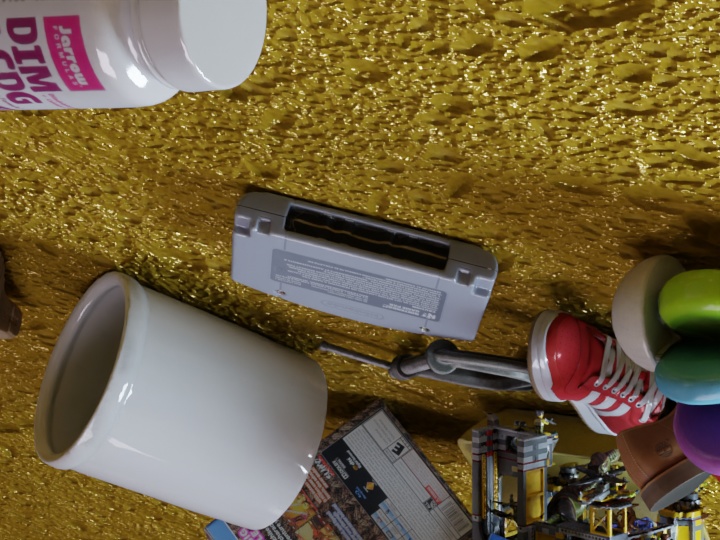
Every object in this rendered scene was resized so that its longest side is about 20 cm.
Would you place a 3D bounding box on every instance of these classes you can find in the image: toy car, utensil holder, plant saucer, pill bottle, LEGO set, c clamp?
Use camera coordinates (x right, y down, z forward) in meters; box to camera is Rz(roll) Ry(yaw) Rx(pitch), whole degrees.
[{"bbox_3d":[0.270,0.078,1.524,0.174,0.151,0.200,-1,153,35],"label":"toy car"},{"bbox_3d":[-0.151,0.116,1.861,0.199,0.171,0.170,24,156,-24],"label":"utensil holder"},{"bbox_3d":[0.203,0.176,1.941,0.198,0.049,0.200,6,157,20],"label":"plant saucer"},{"bbox_3d":[-0.163,-0.153,1.300,0.198,0.114,0.113,1,154,30],"label":"pill bottle"},{"bbox_3d":[0.181,0.168,1.766,0.153,0.117,0.199,-6,-170,-35],"label":"LEGO set"},{"bbox_3d":[0.072,0.080,1.779,0.169,0.027,0.200,14,170,-16],"label":"c clamp"}]

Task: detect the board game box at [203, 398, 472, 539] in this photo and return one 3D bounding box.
[{"bbox_3d":[-0.012,0.246,1.970,0.160,0.199,0.097,51,169,21],"label":"board game box"}]

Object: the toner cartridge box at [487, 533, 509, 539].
[{"bbox_3d":[0.132,0.271,1.778,0.094,0.043,0.200,20,160,6],"label":"toner cartridge box"}]

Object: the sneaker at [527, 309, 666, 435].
[{"bbox_3d":[0.206,0.083,1.684,0.112,0.072,0.200,6,164,30],"label":"sneaker"}]

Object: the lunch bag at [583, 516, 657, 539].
[{"bbox_3d":[0.186,0.273,1.927,0.198,0.095,0.150,-5,165,26],"label":"lunch bag"}]

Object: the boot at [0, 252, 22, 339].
[{"bbox_3d":[-0.387,0.012,1.888,0.165,0.073,0.200,10,161,6],"label":"boot"}]

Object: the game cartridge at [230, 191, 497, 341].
[{"bbox_3d":[0.000,0.000,1.667,0.198,0.041,0.134,15,154,1],"label":"game cartridge"}]

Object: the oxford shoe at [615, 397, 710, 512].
[{"bbox_3d":[0.270,0.113,1.655,0.199,0.072,0.071,-17,155,-42],"label":"oxford shoe"}]
